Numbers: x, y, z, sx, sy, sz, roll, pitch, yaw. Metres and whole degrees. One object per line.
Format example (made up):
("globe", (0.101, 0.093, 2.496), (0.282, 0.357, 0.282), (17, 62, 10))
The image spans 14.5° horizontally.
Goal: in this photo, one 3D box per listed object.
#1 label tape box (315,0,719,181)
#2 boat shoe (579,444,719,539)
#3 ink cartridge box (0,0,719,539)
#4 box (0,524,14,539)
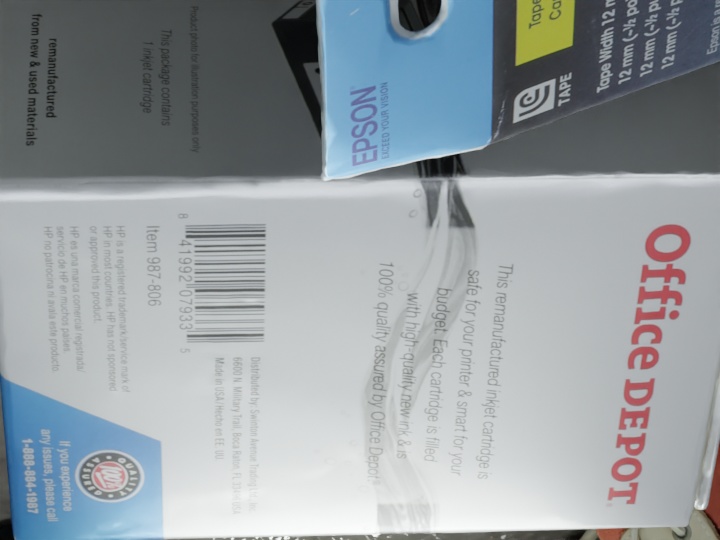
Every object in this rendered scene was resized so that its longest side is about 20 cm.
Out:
("label tape box", (0.071, -0.114, 0.651), (0.200, 0.066, 0.143), (-19, 142, -13))
("boat shoe", (0.100, 0.091, 0.908), (0.063, 0.071, 0.200), (14, 136, -15))
("ink cartridge box", (0.000, 0.000, 0.792), (0.200, 0.084, 0.145), (0, 136, -4))
("box", (-0.096, 0.201, 0.945), (0.079, 0.141, 0.200), (-16, 135, 11))
